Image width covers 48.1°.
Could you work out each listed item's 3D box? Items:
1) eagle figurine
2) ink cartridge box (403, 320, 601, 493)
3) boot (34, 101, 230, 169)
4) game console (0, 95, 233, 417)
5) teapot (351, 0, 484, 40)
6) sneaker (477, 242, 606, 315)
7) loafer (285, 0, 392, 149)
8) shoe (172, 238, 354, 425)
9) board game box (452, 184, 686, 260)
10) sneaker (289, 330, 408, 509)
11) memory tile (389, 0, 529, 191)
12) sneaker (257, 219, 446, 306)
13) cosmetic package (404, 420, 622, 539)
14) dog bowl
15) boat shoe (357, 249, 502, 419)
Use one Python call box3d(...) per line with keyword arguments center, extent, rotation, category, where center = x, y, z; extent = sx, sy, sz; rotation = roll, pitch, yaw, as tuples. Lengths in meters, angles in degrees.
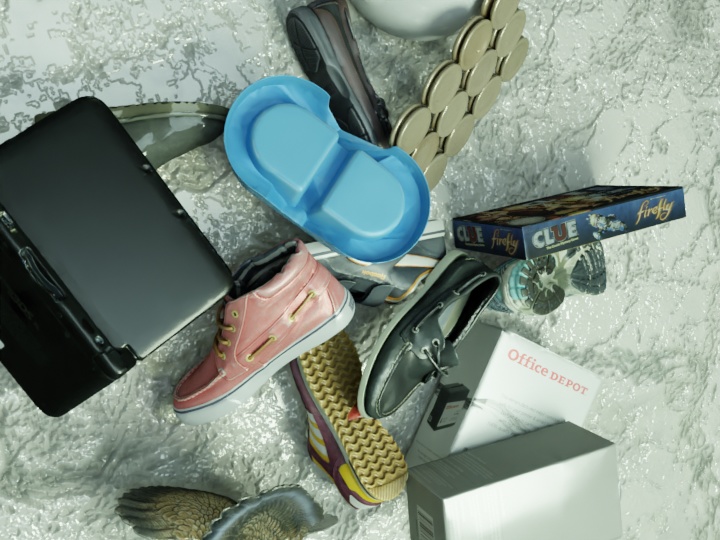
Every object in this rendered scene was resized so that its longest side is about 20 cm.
box3d(center=(-0.103, 0.250, 0.740), extent=(0.152, 0.151, 0.200), rotation=(-32, 115, -5), category="eagle figurine")
box3d(center=(0.150, 0.173, 0.876), extent=(0.145, 0.084, 0.200), rotation=(26, 87, -22), category="ink cartridge box")
box3d(center=(-0.192, -0.042, 0.711), extent=(0.181, 0.073, 0.201), rotation=(-8, 93, -8), category="boot")
box3d(center=(-0.241, -0.007, 0.671), extent=(0.200, 0.176, 0.116), rotation=(54, 35, -6), category="game console")
box3d(center=(0.079, -0.317, 0.754), extent=(0.197, 0.146, 0.201), rotation=(13, 90, -24), category="teapot")
box3d(center=(0.199, 0.000, 0.886), extent=(0.200, 0.086, 0.078), rotation=(-12, 94, -45), category="sneaker")
box3d(center=(0.000, -0.168, 0.781), extent=(0.063, 0.072, 0.200), rotation=(-32, 105, -21), category="loafer")
box3d(center=(-0.109, 0.054, 0.731), extent=(0.200, 0.072, 0.091), rotation=(-35, 122, 7), category="shoe")
box3d(center=(0.216, -0.055, 0.850), extent=(0.199, 0.135, 0.035), rotation=(-14, 102, -22), category="board game box")
box3d(center=(-0.032, 0.143, 0.804), extent=(0.075, 0.090, 0.200), rotation=(-14, 75, -38), category="sneaker")
box3d(center=(0.100, -0.176, 0.790), extent=(0.017, 0.153, 0.200), rotation=(35, 86, 21), category="memory tile")
box3d(center=(0.000, 0.000, 0.795), extent=(0.199, 0.078, 0.080), rotation=(-9, 94, -24), category="sneaker")
box3d(center=(0.153, 0.229, 0.795), extent=(0.199, 0.090, 0.107), rotation=(-10, 101, -23), category="cosmetic package")
box3d(center=(-0.033, -0.084, 0.721), extent=(0.200, 0.050, 0.112), rotation=(35, 74, -11), category="dog bowl")
box3d(center=(0.073, 0.067, 0.779), extent=(0.199, 0.066, 0.075), rotation=(-49, 141, -27), category="boat shoe")
